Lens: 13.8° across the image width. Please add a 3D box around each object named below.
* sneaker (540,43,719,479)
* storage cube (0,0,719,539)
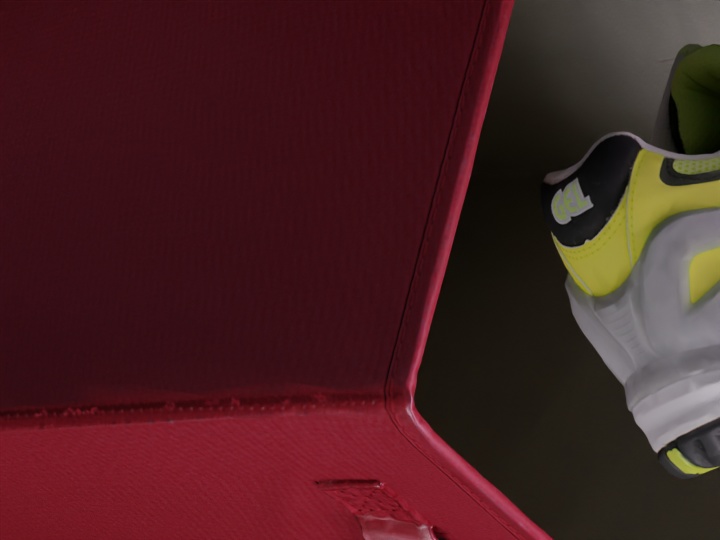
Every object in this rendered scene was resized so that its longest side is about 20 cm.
[{"bbox_3d":[0.116,-0.034,0.681,0.075,0.200,0.077,-30,96,44],"label":"sneaker"},{"bbox_3d":[0.000,0.000,0.741,0.179,0.201,0.171,-5,147,34],"label":"storage cube"}]
